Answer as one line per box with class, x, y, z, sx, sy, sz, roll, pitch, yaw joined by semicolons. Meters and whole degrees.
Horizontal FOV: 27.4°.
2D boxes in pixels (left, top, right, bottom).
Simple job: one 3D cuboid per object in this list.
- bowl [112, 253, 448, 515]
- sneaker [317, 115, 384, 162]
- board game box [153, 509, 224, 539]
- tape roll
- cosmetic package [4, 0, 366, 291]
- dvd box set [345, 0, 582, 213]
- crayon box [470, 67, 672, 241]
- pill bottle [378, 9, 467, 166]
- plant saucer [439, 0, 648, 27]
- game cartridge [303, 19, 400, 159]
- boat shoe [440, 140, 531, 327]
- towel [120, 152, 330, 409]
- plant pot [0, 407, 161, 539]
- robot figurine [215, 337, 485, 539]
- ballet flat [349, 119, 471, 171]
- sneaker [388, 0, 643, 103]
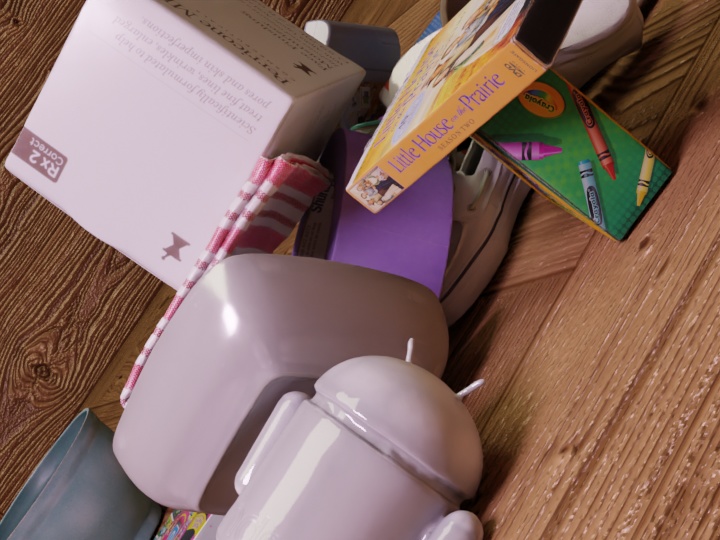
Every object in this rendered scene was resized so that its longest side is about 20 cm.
bowl;-0.043;0.091;0.974;0.201;0.198;0.075;-59;41;28
sneaker;-0.004;-0.090;1.292;0.200;0.072;0.116;28;-110;-64
board game box;-0.123;0.226;1.193;0.201;0.064;0.147;-56;10;-6
tape roll;0.000;0.000;1.118;0.200;0.084;0.203;-166;90;-79
cosmetic package;-0.122;-0.113;1.091;0.166;0.164;0.200;-58;-5;19
dvd box set;0.073;-0.133;0.909;0.200;0.029;0.147;-38;20;54
crayon box;0.119;-0.091;0.983;0.059;0.118;0.200;-52;11;5
pill bottle;0.116;-0.204;1.343;0.201;0.112;0.112;-53;11;9
plant saucer;0.161;-0.239;1.234;0.198;0.030;0.202;-16;52;21
game cartridge;-0.012;-0.126;1.364;0.133;0.041;0.203;-8;-80;-59
boat shoe;0.082;-0.048;1.137;0.073;0.066;0.201;-37;21;56
towel;-0.092;0.008;1.029;0.201;0.030;0.146;-58;-6;7
plant pot;-0.301;0.271;1.606;0.201;0.134;0.201;-50;12;15
robot figurine;-0.005;0.134;0.847;0.169;0.113;0.201;30;82;38
ballet flat;0.084;-0.106;1.216;0.197;0.065;0.067;-14;-12;-2
sneaker;0.122;-0.151;1.124;0.198;0.088;0.076;-18;64;17
